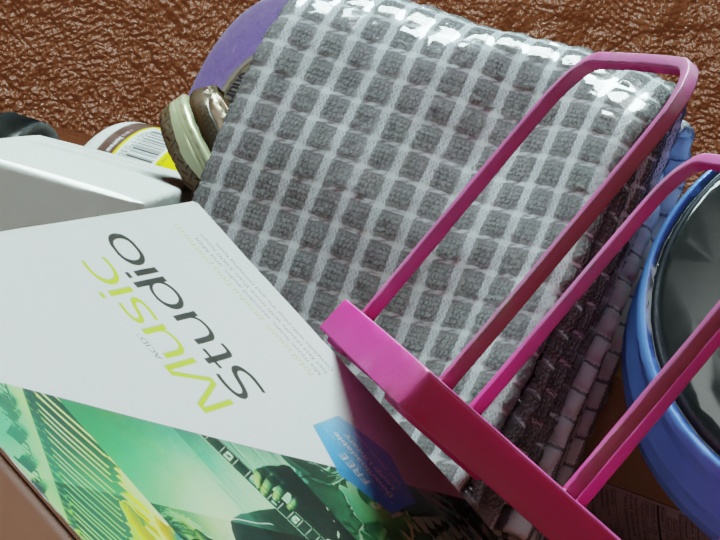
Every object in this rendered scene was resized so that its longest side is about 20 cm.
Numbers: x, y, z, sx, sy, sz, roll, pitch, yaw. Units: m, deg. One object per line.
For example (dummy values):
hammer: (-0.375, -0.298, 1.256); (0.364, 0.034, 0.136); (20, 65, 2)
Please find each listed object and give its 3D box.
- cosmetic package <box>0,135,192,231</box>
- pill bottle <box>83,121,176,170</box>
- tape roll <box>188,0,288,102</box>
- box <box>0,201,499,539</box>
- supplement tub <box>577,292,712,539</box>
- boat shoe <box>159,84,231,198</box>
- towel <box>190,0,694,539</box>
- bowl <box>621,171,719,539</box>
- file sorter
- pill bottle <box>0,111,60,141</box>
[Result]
cosmetic package: (-0.123, 0.007, 1.038); (0.084, 0.108, 0.200); (15, 6, 1)
pill bottle: (-0.057, -0.003, 1.357); (0.199, 0.110, 0.109); (18, 5, 27)
tape roll: (-0.026, -0.054, 1.501); (0.085, 0.201, 0.200); (12, 6, -35)
box: (-0.051, 0.049, 0.694); (0.144, 0.036, 0.200); (47, 21, 11)
supplement tub: (0.165, 0.067, 1.015); (0.199, 0.145, 0.144); (18, 6, 37)
boat shoe: (0.000, -0.001, 1.072); (0.203, 0.075, 0.075); (54, 4, -5)
towel: (0.015, 0.000, 0.968); (0.165, 0.201, 0.086); (18, -18, 20)
bowl: (0.191, 0.022, 0.917); (0.200, 0.201, 0.039); (17, -32, 21)
file sorter: (0.110, 0.045, 0.765); (0.200, 0.126, 0.139); (41, -1, -12)
pill bottle: (-0.263, -0.062, 1.371); (0.199, 0.113, 0.112); (16, 5, 18)
